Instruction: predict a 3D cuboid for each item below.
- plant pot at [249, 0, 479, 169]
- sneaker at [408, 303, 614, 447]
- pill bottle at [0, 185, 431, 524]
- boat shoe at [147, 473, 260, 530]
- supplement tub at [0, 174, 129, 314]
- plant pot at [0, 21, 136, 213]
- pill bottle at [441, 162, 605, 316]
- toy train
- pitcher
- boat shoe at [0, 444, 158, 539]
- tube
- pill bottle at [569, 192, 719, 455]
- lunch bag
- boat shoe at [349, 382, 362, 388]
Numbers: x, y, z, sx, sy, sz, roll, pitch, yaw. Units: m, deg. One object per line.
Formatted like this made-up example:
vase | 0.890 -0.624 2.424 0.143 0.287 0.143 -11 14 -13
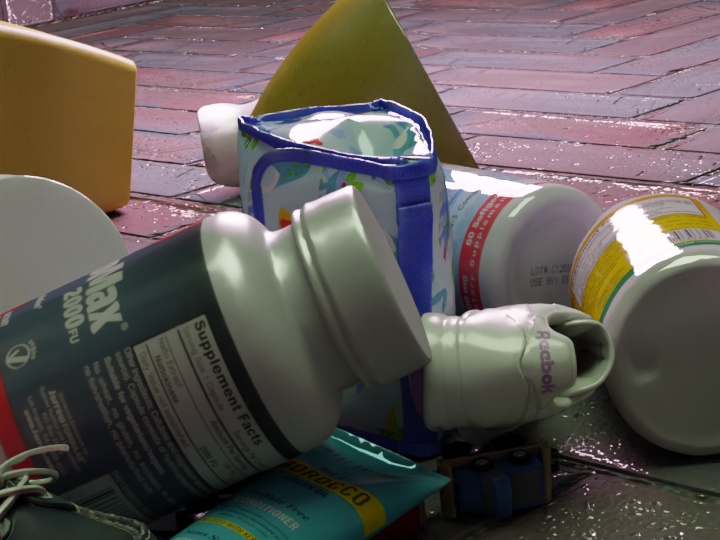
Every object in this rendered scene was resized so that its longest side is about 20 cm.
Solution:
plant pot | -0.002 -0.104 1.367 0.141 0.201 0.200 -30 14 5
sneaker | 0.088 0.055 0.935 0.099 0.076 0.200 -5 -2 13
pill bottle | -0.074 0.042 0.830 0.199 0.120 0.120 -25 14 6
boat shoe | -0.130 0.098 0.928 0.198 0.069 0.074 -1 16 19
supplement tub | -0.213 0.023 1.015 0.139 0.142 0.200 -13 -2 -25
plant pot | -0.315 -0.137 1.669 0.175 0.202 0.200 0 11 -26
pill bottle | 0.069 -0.015 1.187 0.108 0.110 0.199 -16 17 -32
toy train | 0.008 0.114 0.880 0.198 0.034 0.046 -10 19 -12
pitcher | -0.032 -0.137 1.700 0.198 0.122 0.171 -13 -3 19
boat shoe | -0.160 0.111 0.746 0.199 0.062 0.075 -3 13 42
tube | -0.044 0.124 0.805 0.077 0.051 0.200 26 33 26
pill bottle | 0.178 0.020 1.010 0.112 0.114 0.200 -6 15 0
lunch bag | 0.000 0.000 1.041 0.126 0.172 0.200 -10 17 -18
boat shoe | -0.066 0.048 0.961 0.199 0.062 0.073 -26 42 30
